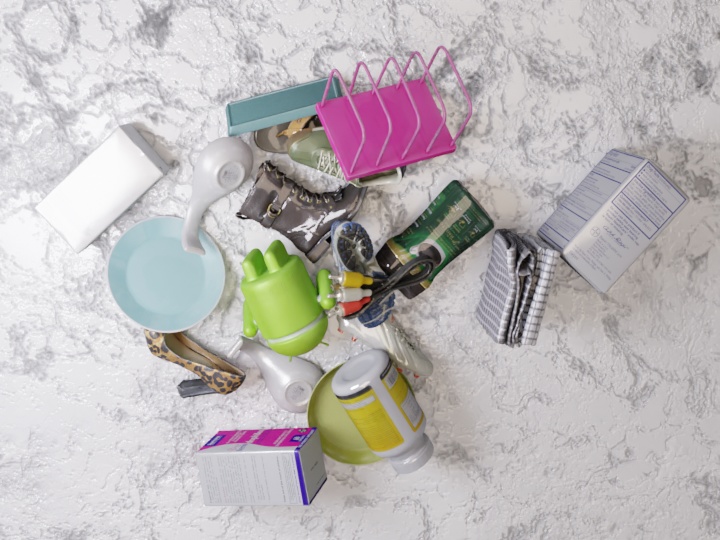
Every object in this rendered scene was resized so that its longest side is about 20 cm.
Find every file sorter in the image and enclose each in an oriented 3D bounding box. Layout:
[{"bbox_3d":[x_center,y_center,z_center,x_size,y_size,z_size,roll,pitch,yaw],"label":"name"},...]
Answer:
[{"bbox_3d":[0.054,-0.252,1.419,0.197,0.126,0.141,-17,71,-21],"label":"file sorter"}]

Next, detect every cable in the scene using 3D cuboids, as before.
[{"bbox_3d":[0.033,0.033,1.464,0.197,0.050,0.099,-8,120,-19],"label":"cable"}]

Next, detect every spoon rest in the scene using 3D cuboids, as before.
[{"bbox_3d":[-0.146,0.177,1.603,0.199,0.061,0.100,39,99,-22],"label":"spoon rest"},{"bbox_3d":[-0.245,-0.129,1.509,0.098,0.061,0.202,15,109,-41],"label":"spoon rest"}]

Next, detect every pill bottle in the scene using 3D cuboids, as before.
[{"bbox_3d":[0.043,0.242,1.548,0.111,0.112,0.202,-30,108,5],"label":"pill bottle"}]

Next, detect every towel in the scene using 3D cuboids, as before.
[{"bbox_3d":[0.249,0.026,1.502,0.084,0.200,0.169,12,100,-3],"label":"towel"}]

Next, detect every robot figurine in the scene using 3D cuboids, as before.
[{"bbox_3d":[-0.127,0.055,1.535,0.173,0.116,0.202,-21,106,14],"label":"robot figurine"}]

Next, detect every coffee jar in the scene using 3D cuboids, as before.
[{"bbox_3d":[0.122,-0.050,1.541,0.200,0.085,0.104,-42,107,6],"label":"coffee jar"}]

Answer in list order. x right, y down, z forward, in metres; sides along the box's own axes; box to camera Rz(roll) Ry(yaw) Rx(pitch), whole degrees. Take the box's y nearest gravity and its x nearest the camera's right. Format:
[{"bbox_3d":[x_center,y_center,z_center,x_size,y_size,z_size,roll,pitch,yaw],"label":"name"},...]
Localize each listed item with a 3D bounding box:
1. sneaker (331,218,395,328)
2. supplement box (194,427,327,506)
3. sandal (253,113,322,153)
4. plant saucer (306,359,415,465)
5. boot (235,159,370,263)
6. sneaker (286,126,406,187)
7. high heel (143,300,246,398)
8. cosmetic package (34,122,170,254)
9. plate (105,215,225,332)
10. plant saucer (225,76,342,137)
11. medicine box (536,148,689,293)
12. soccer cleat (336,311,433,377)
[{"bbox_3d":[0.000,0.000,1.515,0.076,0.085,0.203,-22,118,-12],"label":"sneaker"},{"bbox_3d":[-0.171,0.339,1.579,0.196,0.101,0.105,-7,102,18],"label":"supplement box"},{"bbox_3d":[-0.079,-0.228,1.514,0.196,0.055,0.083,6,102,-3],"label":"sandal"},{"bbox_3d":[0.001,0.245,1.616,0.196,0.031,0.204,-3,106,-9],"label":"plant saucer"},{"bbox_3d":[-0.096,-0.126,1.528,0.173,0.069,0.201,37,100,-9],"label":"boot"},{"bbox_3d":[-0.018,-0.177,1.472,0.196,0.091,0.068,3,131,-12],"label":"sneaker"},{"bbox_3d":[-0.281,0.126,1.552,0.140,0.072,0.202,-12,116,26],"label":"high heel"},{"bbox_3d":[-0.423,-0.136,1.508,0.199,0.085,0.108,-40,101,6],"label":"cosmetic package"},{"bbox_3d":[-0.327,0.007,1.537,0.196,0.026,0.204,5,72,-16],"label":"plate"},{"bbox_3d":[-0.127,-0.272,1.499,0.196,0.071,0.019,-14,144,1],"label":"plant saucer"},{"bbox_3d":[0.406,-0.087,1.492,0.103,0.182,0.200,41,98,-10],"label":"medicine box"},{"bbox_3d":[0.050,0.114,1.584,0.198,0.069,0.078,32,96,-5],"label":"soccer cleat"}]
